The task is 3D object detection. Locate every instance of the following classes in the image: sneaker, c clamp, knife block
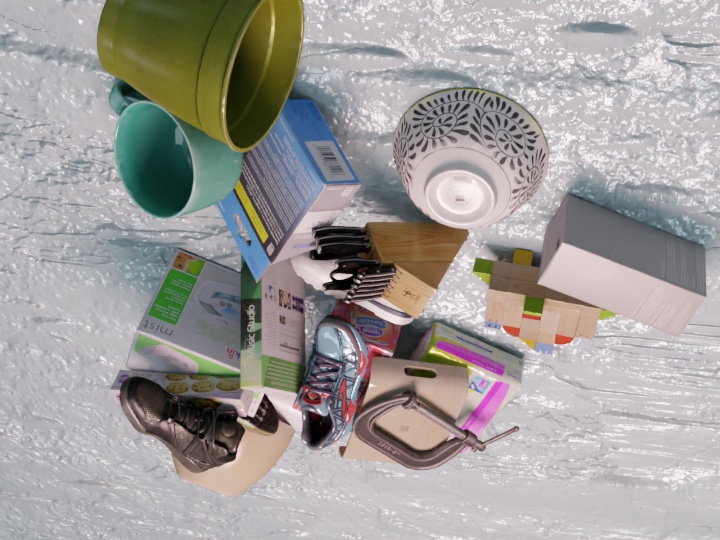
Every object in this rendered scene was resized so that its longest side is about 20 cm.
[{"bbox_3d":[0.000,0.000,1.593,0.200,0.076,0.081,21,122,-9],"label":"sneaker"},{"bbox_3d":[-0.043,0.161,1.569,0.079,0.096,0.200,12,113,23],"label":"sneaker"},{"bbox_3d":[0.096,0.224,1.624,0.200,0.027,0.171,29,127,-28],"label":"c clamp"},{"bbox_3d":[-0.230,0.199,1.529,0.114,0.076,0.199,-17,131,30],"label":"sneaker"},{"bbox_3d":[0.030,-0.027,1.483,0.175,0.200,0.064,33,133,2],"label":"knife block"},{"bbox_3d":[-0.215,0.201,1.685,0.200,0.077,0.089,25,130,3],"label":"sneaker"}]

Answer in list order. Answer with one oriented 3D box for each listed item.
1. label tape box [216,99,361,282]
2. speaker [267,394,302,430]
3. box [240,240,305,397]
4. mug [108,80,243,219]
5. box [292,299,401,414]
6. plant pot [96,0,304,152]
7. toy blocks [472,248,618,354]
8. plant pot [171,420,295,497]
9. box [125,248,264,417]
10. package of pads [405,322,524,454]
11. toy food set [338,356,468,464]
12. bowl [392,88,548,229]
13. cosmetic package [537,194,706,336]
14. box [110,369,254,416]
[{"bbox_3d":[-0.098,-0.102,1.473,0.063,0.144,0.200,-7,148,-39],"label":"label tape box"},{"bbox_3d":[-0.128,0.194,1.786,0.200,0.081,0.081,21,133,-4],"label":"speaker"},{"bbox_3d":[-0.119,0.069,1.561,0.036,0.200,0.144,-7,166,21],"label":"box"},{"bbox_3d":[-0.229,-0.167,1.462,0.152,0.114,0.185,-7,101,41],"label":"mug"},{"bbox_3d":[-0.020,0.134,1.691,0.103,0.095,0.200,23,133,-3],"label":"box"},{"bbox_3d":[-0.196,-0.264,1.340,0.193,0.200,0.201,20,134,14],"label":"plant pot"},{"bbox_3d":[0.248,0.058,1.562,0.200,0.100,0.137,10,144,8],"label":"toy blocks"},{"bbox_3d":[-0.219,0.278,1.791,0.200,0.135,0.200,20,166,5],"label":"plant pot"},{"bbox_3d":[-0.213,0.091,1.654,0.200,0.177,0.097,23,133,-3],"label":"box"},{"bbox_3d":[0.132,0.180,1.707,0.154,0.068,0.200,23,132,-6],"label":"package of pads"},{"bbox_3d":[0.060,0.208,1.660,0.143,0.060,0.200,8,129,-12],"label":"toy food set"},{"bbox_3d":[0.131,-0.118,1.425,0.200,0.094,0.201,8,133,8],"label":"bowl"},{"bbox_3d":[0.335,-0.007,1.457,0.200,0.107,0.090,20,133,0],"label":"cosmetic package"},{"bbox_3d":[-0.249,0.171,1.588,0.200,0.041,0.039,3,135,17],"label":"box"}]
